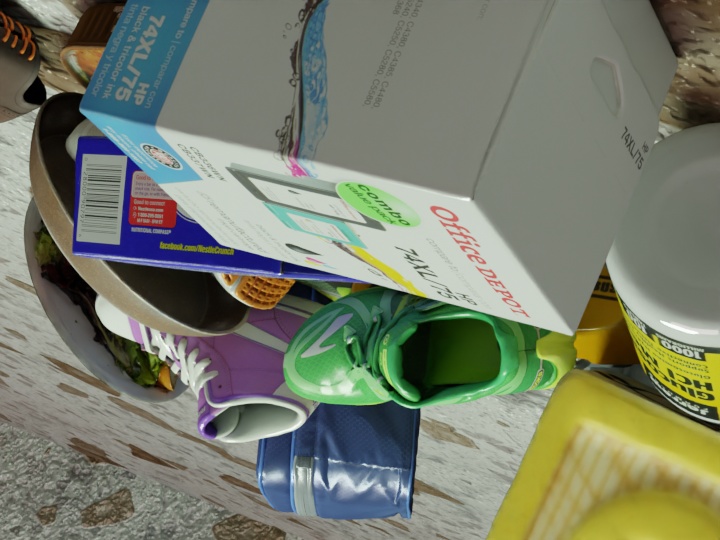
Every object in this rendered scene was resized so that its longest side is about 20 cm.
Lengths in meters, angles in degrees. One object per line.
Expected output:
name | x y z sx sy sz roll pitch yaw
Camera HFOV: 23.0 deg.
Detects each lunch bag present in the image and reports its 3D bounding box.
lunch bag | -0.018 0.087 1.350 0.132 0.200 0.136 4 161 3

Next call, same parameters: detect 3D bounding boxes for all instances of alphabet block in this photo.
alphabet block | 0.180 0.182 1.044 0.195 0.197 0.200 23 -178 14

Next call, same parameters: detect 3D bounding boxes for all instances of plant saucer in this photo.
plant saucer | -0.154 -0.031 1.193 0.200 0.034 0.200 43 -159 -22

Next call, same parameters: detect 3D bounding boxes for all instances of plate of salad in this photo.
plate of salad | -0.188 0.010 1.409 0.048 0.200 0.200 -29 135 27

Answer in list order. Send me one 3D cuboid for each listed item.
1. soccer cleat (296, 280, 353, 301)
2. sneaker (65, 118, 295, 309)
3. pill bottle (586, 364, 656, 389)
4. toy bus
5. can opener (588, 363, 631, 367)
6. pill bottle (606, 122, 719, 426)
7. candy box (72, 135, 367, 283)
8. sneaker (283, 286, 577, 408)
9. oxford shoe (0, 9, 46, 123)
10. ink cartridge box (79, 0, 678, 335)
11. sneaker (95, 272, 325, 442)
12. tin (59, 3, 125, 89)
soccer cleat | 0.000 -0.001 1.246 0.200 0.065 0.084 30 -163 18
sneaker | -0.111 -0.047 1.158 0.092 0.076 0.200 27 168 42
pill bottle | 0.239 0.123 1.215 0.200 0.112 0.112 22 165 3
toy bus | 0.095 0.011 1.099 0.200 0.078 0.065 8 164 37
can opener | 0.114 0.054 1.214 0.053 0.067 0.200 33 158 -26
pill bottle | 0.193 0.014 0.916 0.112 0.113 0.200 18 164 22
candy box | -0.038 -0.034 1.033 0.169 0.077 0.200 6 180 39
sneaker | 0.028 0.043 1.043 0.200 0.074 0.084 -8 177 37
oxford shoe | -0.245 -0.156 1.136 0.072 0.071 0.200 -5 162 -3
ink cartridge box | 0.014 -0.083 0.792 0.200 0.146 0.147 14 162 30
sneaker | -0.116 0.061 1.251 0.200 0.114 0.073 10 138 22
tin | -0.097 -0.117 1.059 0.200 0.042 0.112 9 155 46
